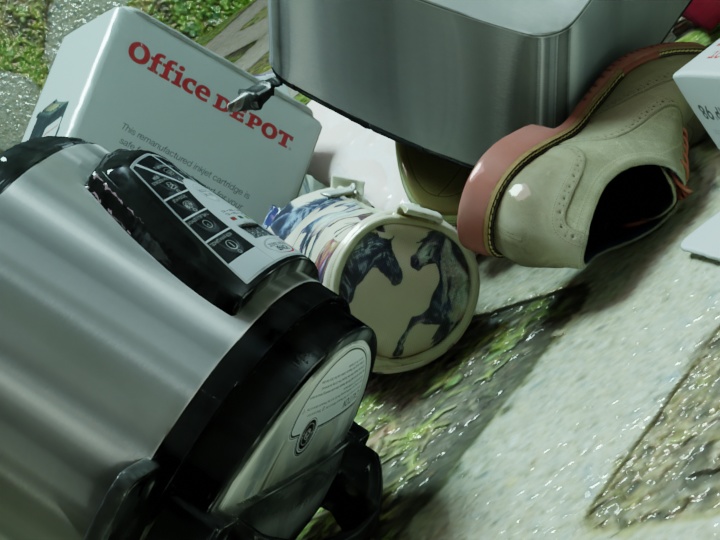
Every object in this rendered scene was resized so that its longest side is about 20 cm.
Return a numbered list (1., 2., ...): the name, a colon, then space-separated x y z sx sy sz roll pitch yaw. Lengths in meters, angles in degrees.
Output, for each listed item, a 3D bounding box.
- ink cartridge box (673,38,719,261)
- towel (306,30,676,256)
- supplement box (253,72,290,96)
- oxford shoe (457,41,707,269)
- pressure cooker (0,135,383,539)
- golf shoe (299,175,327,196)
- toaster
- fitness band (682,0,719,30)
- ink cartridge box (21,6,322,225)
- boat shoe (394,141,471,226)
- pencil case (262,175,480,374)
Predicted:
1. ink cartridge box: 0.211 -0.089 0.898 0.199 0.067 0.116 -38 13 -7
2. towel: 0.063 -0.103 1.237 0.191 0.032 0.200 -46 35 -6
3. supplement box: -0.139 -0.064 1.616 0.101 0.104 0.199 -12 -10 -46
4. oxford shoe: 0.130 -0.048 1.023 0.074 0.071 0.200 25 42 31
5. pressure cooker: -0.085 0.062 0.872 0.176 0.199 0.179 -50 -16 -30
6. golf shoe: -0.048 -0.039 1.371 0.078 0.097 0.201 -54 28 35
7. toaster: 0.056 -0.149 1.096 0.200 0.180 0.119 -52 -26 -32
8. fitness band: 0.125 -0.195 1.264 0.038 0.199 0.144 -58 -22 3
9. ink cartridge box: -0.125 -0.023 1.214 0.083 0.145 0.202 -15 51 58
10. boat shoe: 0.055 -0.096 1.170 0.072 0.063 0.202 -1 51 2
11. pencil case: 0.000 0.000 1.096 0.077 0.090 0.200 2 4 -14
